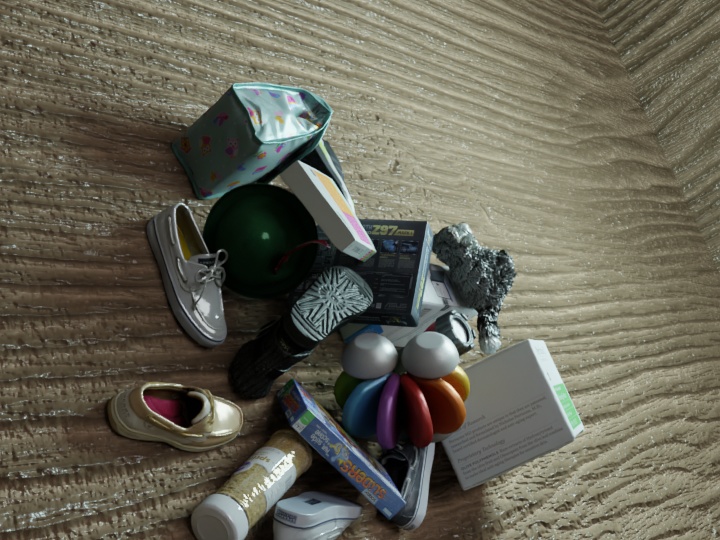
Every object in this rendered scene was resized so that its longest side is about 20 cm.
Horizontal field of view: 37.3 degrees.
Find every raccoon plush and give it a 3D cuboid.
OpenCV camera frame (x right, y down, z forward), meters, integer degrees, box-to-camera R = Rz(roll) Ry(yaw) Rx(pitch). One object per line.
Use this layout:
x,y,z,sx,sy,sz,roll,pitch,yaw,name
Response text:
0.172,0.016,1.678,0.133,0.097,0.201,23,44,-31,raccoon plush

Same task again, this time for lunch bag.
-0.153,-0.198,1.610,0.199,0.170,0.123,-16,75,-53,lunch bag

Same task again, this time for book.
-0.038,-0.078,1.490,0.134,0.048,0.200,53,5,9,book

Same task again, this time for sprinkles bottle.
-0.134,0.276,1.353,0.068,0.068,0.200,56,33,-3,sprinkles bottle

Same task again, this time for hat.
-0.144,-0.018,1.422,0.165,0.201,0.176,27,23,-5,hat

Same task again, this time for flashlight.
0.081,0.131,1.628,0.068,0.199,0.068,42,35,-23,flashlight

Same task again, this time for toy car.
0.057,0.191,1.533,0.150,0.198,0.176,-81,168,-55,toy car

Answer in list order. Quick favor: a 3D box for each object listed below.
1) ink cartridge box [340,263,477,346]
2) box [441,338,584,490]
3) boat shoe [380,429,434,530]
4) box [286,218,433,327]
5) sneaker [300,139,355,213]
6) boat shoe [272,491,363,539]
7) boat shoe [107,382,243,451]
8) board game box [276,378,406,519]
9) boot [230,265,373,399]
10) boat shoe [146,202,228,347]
0.074,0.056,1.729,0.199,0.146,0.086,8,55,-51,ink cartridge box
0.231,0.226,1.710,0.172,0.199,0.199,65,13,11,box
0.062,0.287,1.607,0.068,0.071,0.201,36,47,-33,boat shoe
0.000,0.000,1.605,0.051,0.198,0.159,62,34,-59,box
-0.045,-0.150,1.805,0.083,0.071,0.201,-3,66,-55,sneaker
-0.062,0.334,1.410,0.200,0.073,0.066,14,90,-61,boat shoe
-0.214,0.178,1.324,0.199,0.069,0.074,12,55,-48,boat shoe
-0.029,0.245,1.479,0.200,0.034,0.135,46,-1,-16,board game box
-0.084,0.083,1.491,0.080,0.158,0.211,49,35,6,boot
-0.216,-0.001,1.448,0.074,0.086,0.203,-4,67,-53,boat shoe
